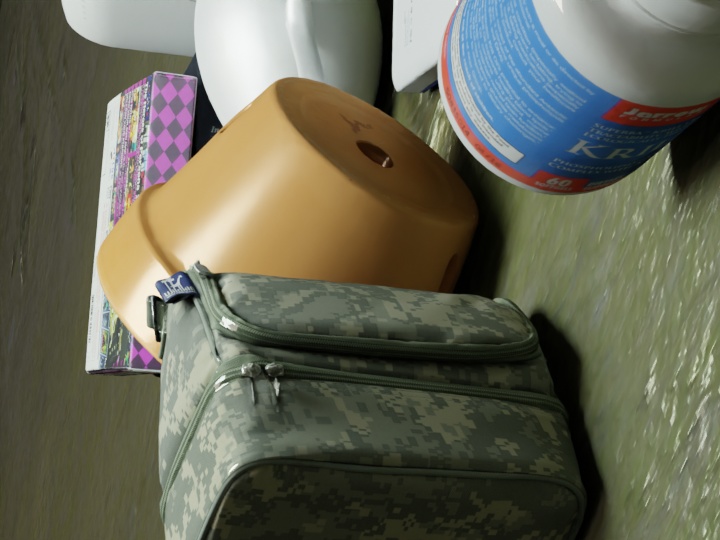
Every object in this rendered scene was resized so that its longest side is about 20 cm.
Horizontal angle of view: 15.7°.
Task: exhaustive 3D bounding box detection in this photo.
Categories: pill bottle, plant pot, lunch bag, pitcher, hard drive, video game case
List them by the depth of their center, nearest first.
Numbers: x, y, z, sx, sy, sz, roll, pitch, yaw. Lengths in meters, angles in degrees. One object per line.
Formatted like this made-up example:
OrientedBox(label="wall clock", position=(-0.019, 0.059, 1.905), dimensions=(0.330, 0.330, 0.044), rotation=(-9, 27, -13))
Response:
OrientedBox(label="pill bottle", position=(0.111, -0.110, 1.088), dimensions=(0.200, 0.112, 0.113), rotation=(134, 139, -69))
OrientedBox(label="lunch bag", position=(-0.004, 0.078, 1.286), dimensions=(0.168, 0.199, 0.140), rotation=(-101, 23, -45))
OrientedBox(label="plant pot", position=(-0.027, -0.012, 1.455), dimensions=(0.140, 0.200, 0.200), rotation=(-55, 25, 21))
OrientedBox(label="hard drive", position=(0.048, -0.179, 1.480), dimensions=(0.200, 0.025, 0.132), rotation=(158, 113, -80))
OrientedBox(label="pitcher", position=(-0.038, -0.125, 1.653), dimensions=(0.172, 0.121, 0.201), rotation=(117, 148, -70))
OrientedBox(label="video game case", position=(-0.153, -0.027, 1.810), dimensions=(0.181, 0.036, 0.201), rotation=(166, 109, -75))

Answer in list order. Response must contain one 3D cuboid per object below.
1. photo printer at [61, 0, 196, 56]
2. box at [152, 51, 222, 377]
OrientedBox(label="photo printer", position=(-0.103, -0.217, 1.780), dimensions=(0.167, 0.199, 0.070), rotation=(113, 157, -48))
OrientedBox(label="box", position=(-0.080, -0.036, 1.811), dimensions=(0.148, 0.104, 0.201), rotation=(129, 145, -65))
